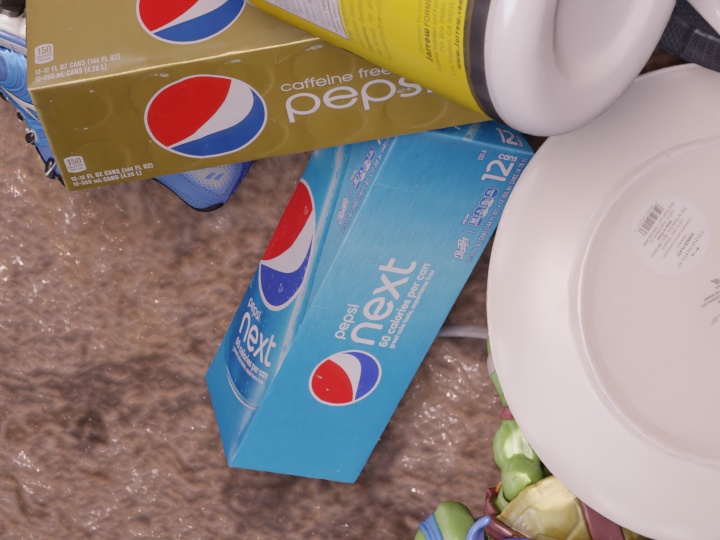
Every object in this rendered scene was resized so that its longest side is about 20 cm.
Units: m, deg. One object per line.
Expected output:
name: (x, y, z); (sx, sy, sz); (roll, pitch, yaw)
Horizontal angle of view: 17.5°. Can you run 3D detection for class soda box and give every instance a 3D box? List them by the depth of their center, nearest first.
soda box: (-0.031, -0.092, 0.943); (0.198, 0.064, 0.068); (-10, 143, 3)
soda box: (0.000, 0.000, 1.042); (0.067, 0.064, 0.201); (10, 126, -25)

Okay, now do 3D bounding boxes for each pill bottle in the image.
pill bottle: (0.012, -0.134, 0.850); (0.199, 0.112, 0.113); (28, 126, 32)

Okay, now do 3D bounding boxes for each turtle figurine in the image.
turtle figurine: (0.114, 0.074, 1.047); (0.192, 0.200, 0.145); (-15, 88, 6)

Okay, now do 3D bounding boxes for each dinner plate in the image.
dinner plate: (0.150, 0.013, 0.957); (0.198, 0.024, 0.202); (1, 86, -8)

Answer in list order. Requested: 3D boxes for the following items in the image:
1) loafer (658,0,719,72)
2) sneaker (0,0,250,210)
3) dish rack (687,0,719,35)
loafer: (0.209, -0.112, 0.932); (0.198, 0.063, 0.072); (7, 149, 22)
sneaker: (-0.138, -0.083, 1.048); (0.199, 0.079, 0.090); (25, 120, 7)
dish rack: (0.185, -0.161, 0.871); (0.172, 0.043, 0.200); (-45, 77, 16)
